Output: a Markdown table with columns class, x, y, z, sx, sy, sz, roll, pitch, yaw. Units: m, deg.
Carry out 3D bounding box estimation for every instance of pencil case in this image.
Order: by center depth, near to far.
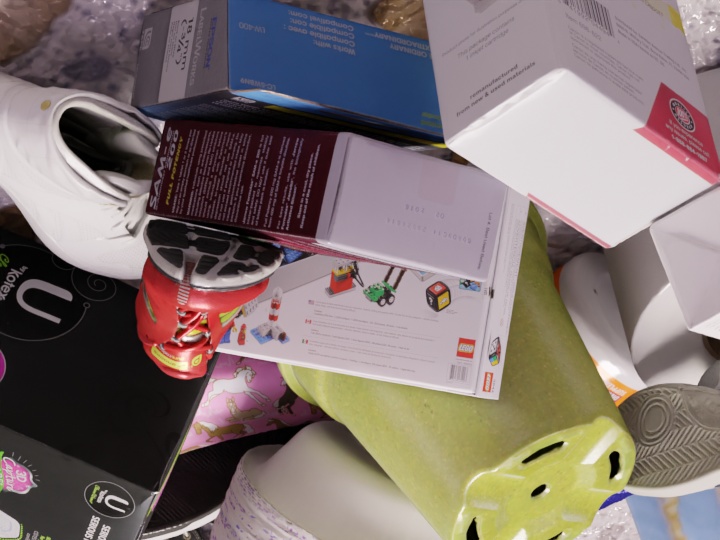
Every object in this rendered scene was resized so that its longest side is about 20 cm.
| class | x | y | z | sx | sy | sz | roll | pitch | yaw |
| --- | --- | --- | --- | --- | --- | --- | --- | --- | --- |
| pencil case | -0.091 | 0.080 | 1.489 | 0.199 | 0.083 | 0.087 | -15 | 154 | 5 |

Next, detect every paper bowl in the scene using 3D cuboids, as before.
| class | x | y | z | sx | sy | sz | roll | pitch | yaw |
| --- | --- | --- | --- | --- | --- | --- | --- | --- | --- |
| paper bowl | 0.007 | 0.175 | 1.443 | 0.200 | 0.201 | 0.105 | 17 | 102 | -30 |

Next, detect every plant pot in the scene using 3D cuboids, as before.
| class | x | y | z | sx | sy | sz | roll | pitch | yaw |
| --- | --- | --- | --- | --- | --- | --- | --- | --- | --- |
| plant pot | 0.074 | 0.078 | 1.347 | 0.199 | 0.185 | 0.201 | -21 | 142 | -17 |

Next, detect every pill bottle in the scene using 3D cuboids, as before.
| class | x | y | z | sx | sy | sz | roll | pitch | yaw |
| --- | --- | --- | --- | --- | --- | --- | --- | --- | --- |
| pill bottle | 0.120 | 0.083 | 1.517 | 0.109 | 0.110 | 0.200 | 23 | 131 | -35 |

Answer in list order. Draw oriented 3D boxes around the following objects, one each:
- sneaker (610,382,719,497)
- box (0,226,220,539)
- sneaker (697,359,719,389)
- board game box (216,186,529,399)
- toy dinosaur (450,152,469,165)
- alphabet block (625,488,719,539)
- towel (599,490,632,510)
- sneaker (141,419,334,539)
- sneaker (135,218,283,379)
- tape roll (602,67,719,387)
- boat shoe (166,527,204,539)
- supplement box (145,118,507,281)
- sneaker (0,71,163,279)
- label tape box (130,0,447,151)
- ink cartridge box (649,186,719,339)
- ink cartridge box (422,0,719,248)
| class | x | y | z | sx | sy | sz | roll | pitch | yaw |
| --- | --- | --- | --- | --- | --- | --- | --- | --- | --- |
| sneaker | 0.239 | 0.108 | 1.319 | 0.084 | 0.075 | 0.199 | 22 | 158 | -37 |
| box | -0.209 | 0.082 | 1.360 | 0.199 | 0.149 | 0.125 | 25 | 137 | -3 |
| sneaker | 0.310 | 0.098 | 1.376 | 0.199 | 0.081 | 0.071 | 14 | 138 | -21 |
| board game box | 0.000 | 0.000 | 1.287 | 0.199 | 0.127 | 0.035 | 9 | 178 | 31 |
| toy dinosaur | 0.070 | -0.093 | 1.329 | 0.106 | 0.061 | 0.200 | -16 | 165 | 7 |
| alphabet block | 0.335 | 0.190 | 1.603 | 0.196 | 0.196 | 0.200 | -28 | 153 | 24 |
| towel | 0.216 | 0.095 | 1.540 | 0.200 | 0.148 | 0.050 | -32 | 108 | 26 |
| sneaker | -0.111 | 0.169 | 1.574 | 0.199 | 0.084 | 0.121 | -23 | 147 | -21 |
| sneaker | -0.090 | 0.019 | 1.187 | 0.077 | 0.085 | 0.200 | 12 | 180 | -6 |
| tape roll | 0.259 | -0.020 | 1.393 | 0.201 | 0.140 | 0.203 | -6 | 143 | -5 |
| boat shoe | -0.156 | 0.223 | 1.686 | 0.200 | 0.072 | 0.068 | 30 | 91 | -32 |
| supplement box | -0.023 | -0.041 | 1.177 | 0.108 | 0.061 | 0.200 | 13 | 178 | -34 |
| sneaker | -0.150 | -0.046 | 1.284 | 0.115 | 0.074 | 0.200 | 13 | 160 | 41 |
| label tape box | -0.027 | -0.108 | 1.194 | 0.143 | 0.064 | 0.200 | 11 | 175 | -25 |
| ink cartridge box | 0.261 | -0.007 | 1.198 | 0.116 | 0.068 | 0.200 | -30 | 157 | 26 |
| ink cartridge box | 0.108 | -0.135 | 1.164 | 0.083 | 0.201 | 0.145 | -32 | 137 | 31 |
